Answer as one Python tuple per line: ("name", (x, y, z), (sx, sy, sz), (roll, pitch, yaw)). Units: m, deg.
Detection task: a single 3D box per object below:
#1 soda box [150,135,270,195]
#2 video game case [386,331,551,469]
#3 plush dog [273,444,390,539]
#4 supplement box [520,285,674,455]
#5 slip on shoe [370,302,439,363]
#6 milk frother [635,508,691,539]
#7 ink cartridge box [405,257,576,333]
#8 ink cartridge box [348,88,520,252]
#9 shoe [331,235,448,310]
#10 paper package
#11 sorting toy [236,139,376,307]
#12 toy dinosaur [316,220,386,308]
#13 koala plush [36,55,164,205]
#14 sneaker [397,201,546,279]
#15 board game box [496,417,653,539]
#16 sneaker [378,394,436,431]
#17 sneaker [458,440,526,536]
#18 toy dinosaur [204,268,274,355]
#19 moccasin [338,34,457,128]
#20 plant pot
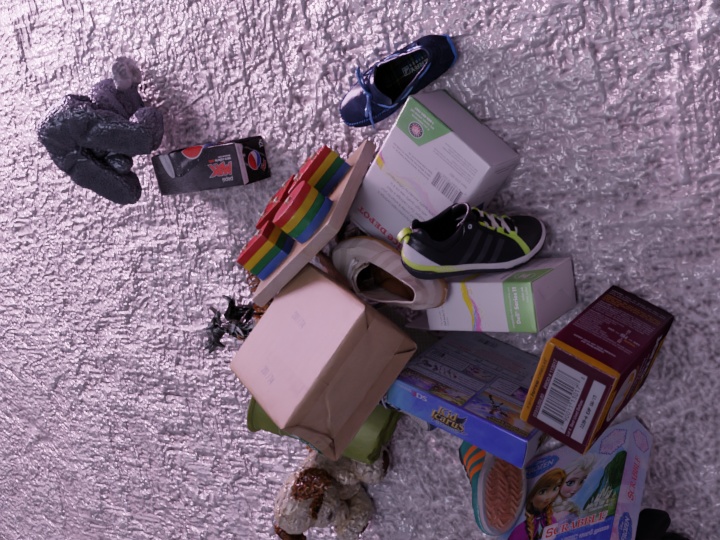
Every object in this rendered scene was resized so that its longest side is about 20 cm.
("soda box", (-0.239, -0.164, 1.453), (0.199, 0.063, 0.071), (-3, 105, 38))
("video game case", (0.164, 0.155, 1.182), (0.199, 0.181, 0.046), (23, 120, 30))
("plush dog", (-0.066, 0.341, 1.437), (0.160, 0.171, 0.201), (33, 125, 24))
("supplement box", (0.277, 0.110, 1.065), (0.085, 0.200, 0.111), (29, 122, 25))
("slip on shoe", (0.080, 0.126, 1.321), (0.200, 0.074, 0.061), (40, 157, 14))
("milk frother", (0.316, 0.405, 1.155), (0.199, 0.188, 0.181), (-25, 90, 41))
("ink cartridge box", (0.160, 0.030, 1.180), (0.199, 0.117, 0.068), (-2, 104, 39))
("ink cartridge box", (0.090, -0.111, 1.202), (0.145, 0.087, 0.200), (43, 126, 17))
("shoe", (0.024, 0.003, 1.183), (0.199, 0.053, 0.070), (21, 120, 44))
("paper package", (-0.055, 0.112, 1.191), (0.191, 0.103, 0.200), (-55, 35, -2))
("sorting toy", (-0.083, -0.081, 1.267), (0.069, 0.201, 0.199), (37, 131, -13))
("toy dinosaur", (0.000, 0.000, 1.321), (0.199, 0.086, 0.136), (-14, 105, 46))
("koala plush", (-0.407, -0.245, 1.484), (0.183, 0.201, 0.178), (21, 130, -15))
("sneaker", (0.141, -0.044, 1.119), (0.072, 0.199, 0.083), (-121, 24, -44))
("board game box", (0.261, 0.297, 1.150), (0.041, 0.200, 0.200), (45, 131, -12))
("sneaker", (0.023, 0.160, 1.278), (0.200, 0.085, 0.077), (42, 152, 20))
("sneaker", (0.173, 0.267, 1.235), (0.071, 0.201, 0.080), (26, 139, -17))
("toy dinosaur", (-0.170, 0.090, 1.497), (0.135, 0.102, 0.202), (4, 92, 21))
("moccasin", (0.033, -0.252, 1.205), (0.200, 0.068, 0.081), (-35, 85, 41))
("plant pot", (-0.037, 0.191, 1.371), (0.189, 0.200, 0.201), (25, 122, 13))
